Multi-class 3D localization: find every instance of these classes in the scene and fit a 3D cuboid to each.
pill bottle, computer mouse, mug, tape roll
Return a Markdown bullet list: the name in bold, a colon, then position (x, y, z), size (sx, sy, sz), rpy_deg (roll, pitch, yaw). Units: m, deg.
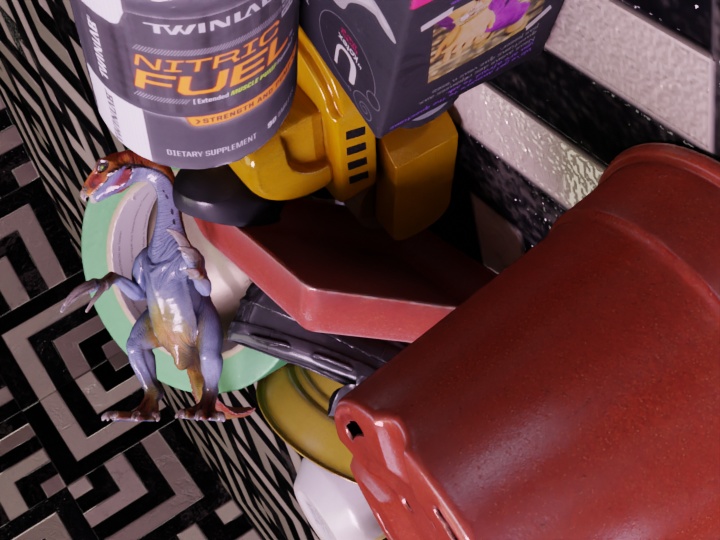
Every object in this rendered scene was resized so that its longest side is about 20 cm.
- **pill bottle**: position (-0.079, -0.134, 0.560), size (0.106, 0.106, 0.200), rpy_deg (54, 165, 17)
- **computer mouse**: position (-0.058, -0.060, 0.828), size (0.058, 0.200, 0.034), rpy_deg (21, 106, 19)
- **mug**: position (0.036, 0.199, 1.121), size (0.187, 0.153, 0.150), rpy_deg (52, 162, 21)
- **tape roll**: position (-0.120, -0.008, 0.962), size (0.200, 0.048, 0.201), rpy_deg (8, 107, 27)

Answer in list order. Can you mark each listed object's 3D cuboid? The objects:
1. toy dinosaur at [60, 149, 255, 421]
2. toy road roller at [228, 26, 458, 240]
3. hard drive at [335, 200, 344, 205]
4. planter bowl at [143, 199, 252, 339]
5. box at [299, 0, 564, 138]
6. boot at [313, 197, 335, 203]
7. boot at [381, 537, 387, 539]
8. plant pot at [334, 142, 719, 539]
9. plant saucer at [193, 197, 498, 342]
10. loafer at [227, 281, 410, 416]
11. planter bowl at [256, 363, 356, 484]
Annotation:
- **toy dinosaur**: position (-0.142, 0.013, 0.872), size (0.200, 0.105, 0.182), rpy_deg (40, -131, -80)
- **toy road roller**: position (-0.027, -0.094, 0.787), size (0.123, 0.146, 0.200), rpy_deg (51, 162, 26)
- **hard drive**: position (-0.058, -0.091, 1.108), size (0.132, 0.025, 0.200), rpy_deg (41, 156, 48)
- **planter bowl**: position (-0.144, 0.000, 1.103), size (0.200, 0.134, 0.200), rpy_deg (56, -167, -19)
- **box**: position (0.029, -0.167, 0.554), size (0.122, 0.106, 0.200), rpy_deg (57, 165, 13)
- **boot**: position (-0.094, -0.092, 1.041), size (0.155, 0.074, 0.201), rpy_deg (35, 139, 47)
- **boot**: position (0.090, 0.251, 0.961), size (0.186, 0.200, 0.064), rpy_deg (43, 159, 44)
- **plant pot**: position (0.106, 0.073, 0.600), size (0.201, 0.195, 0.201), rpy_deg (51, 162, 24)
- **plant saucer**: position (0.000, 0.000, 0.824), size (0.200, 0.199, 0.037), rpy_deg (37, 114, 52)
- **loafer**: position (0.002, 0.073, 0.863), size (0.200, 0.071, 0.068), rpy_deg (32, 168, 1)
- **planter bowl**: position (0.025, 0.085, 0.993), size (0.200, 0.200, 0.084), rpy_deg (44, 123, 43)
